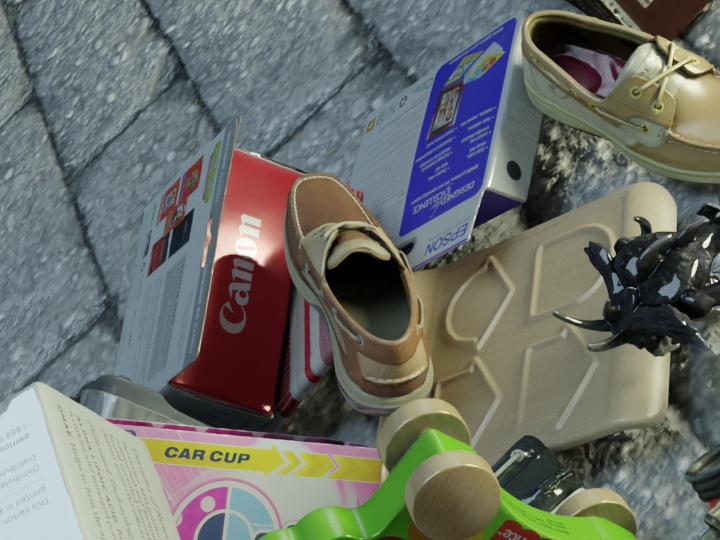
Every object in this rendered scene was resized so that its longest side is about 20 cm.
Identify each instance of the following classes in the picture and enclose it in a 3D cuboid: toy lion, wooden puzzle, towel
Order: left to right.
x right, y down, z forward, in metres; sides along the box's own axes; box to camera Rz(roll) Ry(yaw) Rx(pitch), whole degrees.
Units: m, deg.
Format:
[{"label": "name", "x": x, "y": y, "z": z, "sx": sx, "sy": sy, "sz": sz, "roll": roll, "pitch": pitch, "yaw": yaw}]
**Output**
[{"label": "towel", "x": -0.052, "y": 0.049, "z": 1.250, "sx": 0.200, "sy": 0.023, "sz": 0.144, "roll": -50, "pitch": 29, "yaw": 39}, {"label": "toy lion", "x": 0.033, "y": 0.175, "z": 0.914, "sx": 0.192, "sy": 0.200, "sz": 0.069, "roll": -53, "pitch": 30, "yaw": 14}, {"label": "wooden puzzle", "x": 0.108, "y": 0.051, "z": 1.096, "sx": 0.200, "sy": 0.046, "sz": 0.186, "roll": -20, "pitch": 42, "yaw": 33}]

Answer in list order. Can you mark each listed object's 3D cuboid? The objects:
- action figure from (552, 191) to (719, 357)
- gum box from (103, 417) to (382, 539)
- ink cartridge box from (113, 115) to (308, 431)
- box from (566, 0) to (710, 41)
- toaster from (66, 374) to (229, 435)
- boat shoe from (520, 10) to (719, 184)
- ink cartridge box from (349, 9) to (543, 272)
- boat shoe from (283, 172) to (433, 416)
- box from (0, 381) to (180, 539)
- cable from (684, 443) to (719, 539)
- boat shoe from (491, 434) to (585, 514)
[{"label": "action figure", "x": 0.208, "y": 0.001, "z": 0.977, "sx": 0.200, "sy": 0.102, "sz": 0.119, "roll": -34, "pitch": 34, "yaw": -7}, {"label": "gum box", "x": -0.094, "y": 0.152, "z": 1.048, "sx": 0.066, "sy": 0.199, "sz": 0.114, "roll": 180, "pitch": 97, "yaw": -67}, {"label": "ink cartridge box", "x": -0.102, "y": 0.019, "z": 1.250, "sx": 0.176, "sy": 0.084, "sz": 0.201, "roll": -38, "pitch": 38, "yaw": 54}, {"label": "box", "x": 0.176, "y": -0.287, "z": 1.252, "sx": 0.164, "sy": 0.166, "sz": 0.200, "roll": -47, "pitch": 32, "yaw": 4}, {"label": "toaster", "x": -0.116, "y": 0.160, "z": 1.137, "sx": 0.130, "sy": 0.200, "sz": 0.114, "roll": -68, "pitch": 15, "yaw": -13}, {"label": "boat shoe", "x": 0.181, "y": -0.113, "z": 1.112, "sx": 0.200, "sy": 0.066, "sz": 0.074, "roll": 22, "pitch": 66, "yaw": 35}, {"label": "ink cartridge box", "x": 0.050, "y": -0.061, "z": 1.244, "sx": 0.198, "sy": 0.043, "sz": 0.200, "roll": -29, "pitch": 37, "yaw": 50}, {"label": "boat shoe", "x": 0.000, "y": 0.000, "z": 1.122, "sx": 0.075, "sy": 0.072, "sz": 0.200, "roll": -15, "pitch": 48, "yaw": -14}, {"label": "box", "x": -0.188, "y": 0.199, "z": 0.896, "sx": 0.199, "sy": 0.131, "sz": 0.200, "roll": -28, "pitch": 63, "yaw": 8}, {"label": "cable", "x": 0.248, "y": 0.084, "z": 0.916, "sx": 0.200, "sy": 0.050, "sz": 0.097, "roll": -39, "pitch": 14, "yaw": -8}, {"label": "boat shoe", "x": 0.043, "y": 0.177, "z": 0.999, "sx": 0.200, "sy": 0.076, "sz": 0.060, "roll": -40, "pitch": 72, "yaw": -3}]
